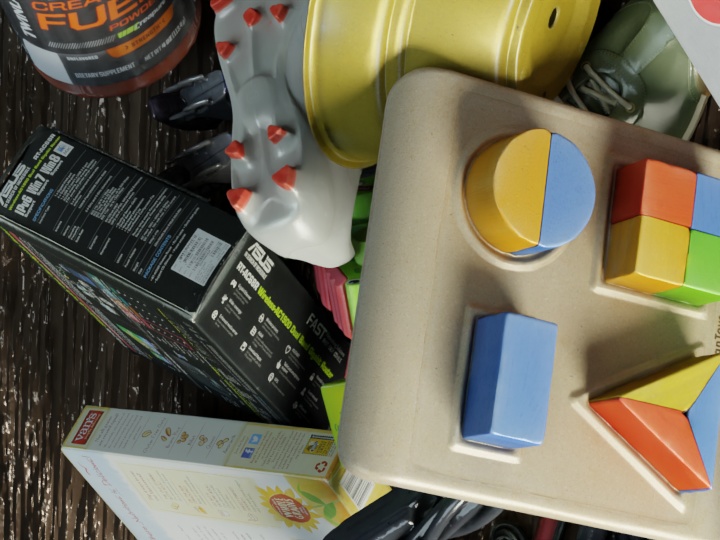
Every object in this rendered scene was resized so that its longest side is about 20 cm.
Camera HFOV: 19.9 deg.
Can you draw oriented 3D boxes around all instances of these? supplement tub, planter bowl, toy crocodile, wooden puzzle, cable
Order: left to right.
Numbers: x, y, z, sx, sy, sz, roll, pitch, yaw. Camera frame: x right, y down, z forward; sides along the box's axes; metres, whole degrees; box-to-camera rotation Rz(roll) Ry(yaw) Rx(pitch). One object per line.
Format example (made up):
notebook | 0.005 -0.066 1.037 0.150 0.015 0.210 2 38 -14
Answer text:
supplement tub | -0.157 -0.188 1.094 0.107 0.107 0.200 28 159 26
toy crocodile | 0.000 0.000 1.089 0.200 0.061 0.068 -119 19 -66
planter bowl | 0.060 -0.130 0.969 0.083 0.200 0.201 22 117 24
cable | 0.079 0.153 1.077 0.200 0.163 0.051 -35 40 21
wooden puzzle | 0.099 0.017 0.912 0.046 0.199 0.186 157 123 -68

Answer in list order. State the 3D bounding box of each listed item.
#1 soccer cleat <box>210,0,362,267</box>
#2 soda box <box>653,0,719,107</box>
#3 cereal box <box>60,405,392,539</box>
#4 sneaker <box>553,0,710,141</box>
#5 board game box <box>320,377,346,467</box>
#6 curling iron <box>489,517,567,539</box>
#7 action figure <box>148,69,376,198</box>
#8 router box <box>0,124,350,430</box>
soccer cleat | -0.034 -0.094 1.054 0.069 0.078 0.201 -16 59 27
soda box | 0.163 -0.166 0.964 0.068 0.063 0.201 -36 82 37
cereal box | -0.062 0.141 1.201 0.199 0.040 0.144 4 142 35
sneaker | 0.102 -0.052 1.028 0.067 0.090 0.201 45 126 17
board game box | 0.071 0.060 1.033 0.200 0.101 0.048 -14 92 62
curling iron | 0.103 0.107 1.117 0.049 0.026 0.201 28 120 14
action figure | -0.029 -0.103 1.123 0.199 0.069 0.131 -26 70 34
router box | -0.098 0.012 1.139 0.149 0.200 0.062 25 76 27
